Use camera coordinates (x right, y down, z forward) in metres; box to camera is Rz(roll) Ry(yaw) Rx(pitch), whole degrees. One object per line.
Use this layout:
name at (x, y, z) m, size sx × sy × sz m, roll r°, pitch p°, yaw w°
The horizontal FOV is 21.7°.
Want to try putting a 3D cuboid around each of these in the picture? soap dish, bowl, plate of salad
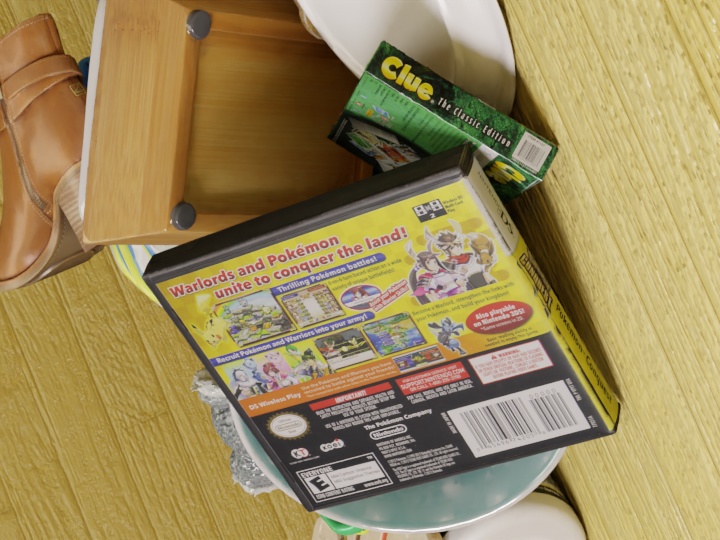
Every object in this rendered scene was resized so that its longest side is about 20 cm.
soap dish at (-0.072, -0.091, 1.141) m, size 0.081 × 0.199 × 0.159 m, roll 14°, pitch 100°, yaw 44°
bowl at (0.028, 0.043, 1.096) m, size 0.105 × 0.199 × 0.202 m, roll -82°, pitch -22°, yaw -57°
plate of salad at (0.016, -0.158, 0.990) m, size 0.200 × 0.048 × 0.201 m, roll 41°, pitch 158°, yaw 21°

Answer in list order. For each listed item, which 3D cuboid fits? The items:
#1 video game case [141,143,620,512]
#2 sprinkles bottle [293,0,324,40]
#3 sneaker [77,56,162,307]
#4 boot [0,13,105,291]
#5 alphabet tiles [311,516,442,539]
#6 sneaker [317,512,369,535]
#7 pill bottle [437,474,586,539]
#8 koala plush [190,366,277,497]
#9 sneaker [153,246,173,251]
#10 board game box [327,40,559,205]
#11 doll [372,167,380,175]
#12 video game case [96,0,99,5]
video game case at (0.012, 0.038, 0.998) m, size 0.181 × 0.199 × 0.026 m, roll 57°, pitch -148°, yaw -27°
sprinkles bottle at (-0.041, -0.229, 1.144) m, size 0.068 × 0.068 × 0.201 m, roll 79°, pitch 167°, yaw -56°
sneaker at (-0.153, -0.063, 1.298) m, size 0.201 × 0.075 × 0.105 m, roll 54°, pitch 164°, yaw 19°
boot at (-0.225, -0.077, 1.284) m, size 0.199 × 0.073 × 0.156 m, roll -25°, pitch 90°, yaw 46°
alphabet tiles at (0.009, 0.139, 1.262) m, size 0.200 × 0.014 × 0.198 m, roll 33°, pitch 115°, yaw 60°
sneaker at (-0.032, 0.075, 1.179) m, size 0.201 × 0.074 × 0.084 m, roll 62°, pitch -171°, yaw -8°
pill bottle at (0.066, 0.145, 1.291) m, size 0.200 × 0.112 × 0.113 m, roll -122°, pitch 12°, yaw -51°
koala plush at (-0.028, 0.087, 1.460) m, size 0.178 × 0.198 × 0.185 m, roll 78°, pitch 167°, yaw -52°
sneaker at (-0.095, -0.099, 1.246) m, size 0.075 × 0.086 × 0.202 m, roll 141°, pitch 140°, yaw -83°
board game box at (0.039, -0.069, 1.011) m, size 0.104 × 0.024 × 0.200 m, roll 33°, pitch 172°, yaw -3°
doll at (0.000, 0.000, 1.241) m, size 0.136 × 0.048 × 0.202 m, roll 38°, pitch 121°, yaw 58°
video game case at (-0.165, -0.174, 1.363) m, size 0.200 × 0.024 × 0.183 m, roll 55°, pitch 167°, yaw 52°
